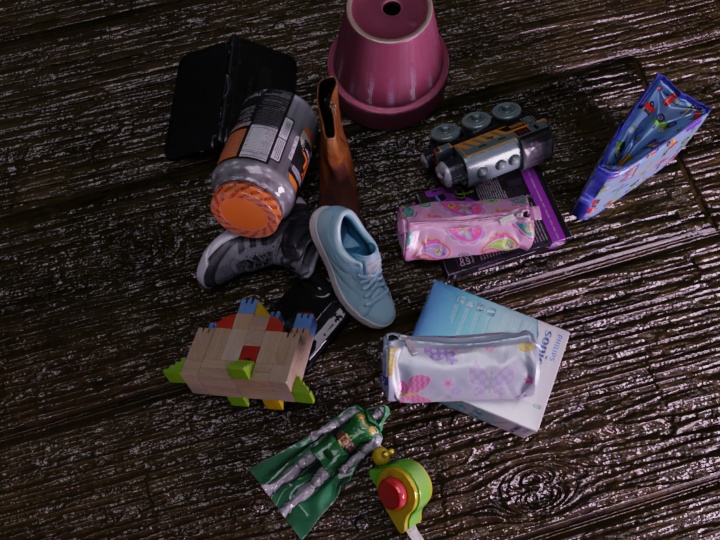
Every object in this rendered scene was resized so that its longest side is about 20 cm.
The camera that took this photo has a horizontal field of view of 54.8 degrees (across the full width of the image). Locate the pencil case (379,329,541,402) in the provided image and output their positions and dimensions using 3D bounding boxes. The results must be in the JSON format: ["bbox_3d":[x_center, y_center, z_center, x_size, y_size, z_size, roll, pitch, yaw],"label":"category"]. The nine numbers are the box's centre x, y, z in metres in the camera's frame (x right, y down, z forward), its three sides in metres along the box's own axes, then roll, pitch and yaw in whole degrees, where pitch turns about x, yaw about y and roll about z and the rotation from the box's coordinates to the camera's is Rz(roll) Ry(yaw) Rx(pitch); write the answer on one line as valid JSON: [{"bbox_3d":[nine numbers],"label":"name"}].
[{"bbox_3d":[0.123,0.118,0.875,0.199,0.083,0.091,0,106,0],"label":"pencil case"}]

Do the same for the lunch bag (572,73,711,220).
[{"bbox_3d":[0.392,-0.160,1.024,0.094,0.151,0.200,41,76,14],"label":"lunch bag"}]

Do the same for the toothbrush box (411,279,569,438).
[{"bbox_3d":[0.166,0.123,0.962,0.200,0.085,0.147,20,73,9],"label":"toothbrush box"}]

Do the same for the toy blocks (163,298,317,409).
[{"bbox_3d":[-0.148,0.102,0.949,0.199,0.100,0.137,2,51,15],"label":"toy blocks"}]

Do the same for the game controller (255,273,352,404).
[{"bbox_3d":[-0.102,0.096,1.008,0.104,0.042,0.200,33,73,27],"label":"game controller"}]

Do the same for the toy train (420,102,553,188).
[{"bbox_3d":[0.194,-0.188,1.055,0.200,0.085,0.114,-21,42,-8],"label":"toy train"}]

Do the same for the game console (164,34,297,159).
[{"bbox_3d":[-0.211,-0.268,1.144,0.175,0.116,0.201,13,69,-26],"label":"game console"}]

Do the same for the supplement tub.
[{"bbox_3d":[-0.138,-0.153,0.991,0.122,0.123,0.200,11,56,5],"label":"supplement tub"}]

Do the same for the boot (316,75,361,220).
[{"bbox_3d":[-0.030,-0.146,1.000,0.068,0.200,0.189,1,71,-1],"label":"boot"}]

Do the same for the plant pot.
[{"bbox_3d":[0.043,-0.350,1.083,0.199,0.179,0.201,-1,71,2],"label":"plant pot"}]

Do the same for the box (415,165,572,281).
[{"bbox_3d":[0.200,-0.079,1.061,0.199,0.036,0.143,-16,70,-6],"label":"box"}]

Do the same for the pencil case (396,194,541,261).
[{"bbox_3d":[0.152,-0.062,0.993,0.199,0.087,0.088,-5,70,1],"label":"pencil case"}]

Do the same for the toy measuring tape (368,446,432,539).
[{"bbox_3d":[0.078,0.315,0.902,0.073,0.074,0.200,-30,72,-9],"label":"toy measuring tape"}]

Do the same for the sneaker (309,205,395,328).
[{"bbox_3d":[0.000,0.000,0.969,0.074,0.082,0.200,-41,109,-24],"label":"sneaker"}]

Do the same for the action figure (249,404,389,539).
[{"bbox_3d":[-0.039,0.248,0.942,0.200,0.055,0.118,-38,71,-16],"label":"action figure"}]

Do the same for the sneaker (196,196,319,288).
[{"bbox_3d":[-0.136,-0.022,1.013,0.200,0.076,0.114,-37,59,-15],"label":"sneaker"}]
